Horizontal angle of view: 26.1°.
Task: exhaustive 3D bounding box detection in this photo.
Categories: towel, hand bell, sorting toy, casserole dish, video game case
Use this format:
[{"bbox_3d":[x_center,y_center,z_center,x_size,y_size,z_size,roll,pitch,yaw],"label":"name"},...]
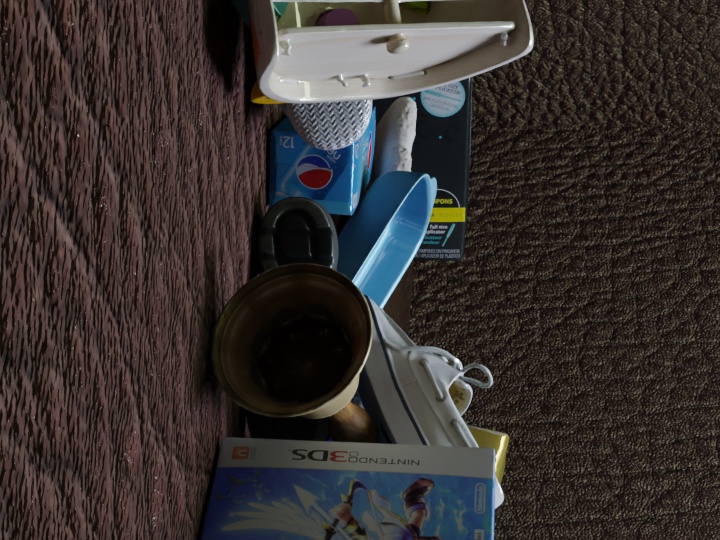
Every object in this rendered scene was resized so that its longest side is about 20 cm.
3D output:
[{"bbox_3d":[0.002,-0.050,1.436,0.133,0.034,0.200,-85,-160,-46],"label":"towel"},{"bbox_3d":[-0.019,0.088,1.037,0.200,0.104,0.104,63,28,-58],"label":"hand bell"},{"bbox_3d":[-0.011,-0.209,1.014,0.107,0.200,0.181,-25,-105,57],"label":"sorting toy"},{"bbox_3d":[0.000,0.000,1.270,0.200,0.039,0.121,-58,164,-22],"label":"casserole dish"},{"bbox_3d":[-0.010,0.188,0.946,0.200,0.181,0.046,-83,172,-51],"label":"video game case"}]

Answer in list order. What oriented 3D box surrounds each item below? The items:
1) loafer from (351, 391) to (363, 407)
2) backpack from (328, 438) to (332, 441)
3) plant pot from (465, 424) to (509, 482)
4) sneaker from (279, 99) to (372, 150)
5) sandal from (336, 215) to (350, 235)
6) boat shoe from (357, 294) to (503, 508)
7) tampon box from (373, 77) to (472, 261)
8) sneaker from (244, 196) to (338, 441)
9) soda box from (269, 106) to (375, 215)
[{"bbox_3d":[-0.007,0.142,1.353,0.200,0.068,0.076,119,-19,-55],"label":"loafer"},{"bbox_3d":[0.007,0.215,1.205,0.200,0.167,0.163,-110,-136,-77],"label":"backpack"},{"bbox_3d":[0.033,0.259,1.566,0.194,0.195,0.201,78,24,-72],"label":"plant pot"},{"bbox_3d":[-0.039,-0.185,1.117,0.115,0.075,0.201,-157,-121,-82],"label":"sneaker"},{"bbox_3d":[-0.044,0.037,1.350,0.075,0.048,0.201,-71,175,-79],"label":"sandal"},{"bbox_3d":[0.051,0.090,1.106,0.075,0.086,0.202,88,-18,-48],"label":"boat shoe"},{"bbox_3d":[0.035,-0.128,1.554,0.126,0.149,0.200,-81,171,-62],"label":"tampon box"},{"bbox_3d":[-0.042,0.050,1.146,0.079,0.075,0.201,87,7,-77],"label":"sneaker"},{"bbox_3d":[-0.029,-0.096,1.279,0.200,0.068,0.064,-67,160,-77],"label":"soda box"}]
